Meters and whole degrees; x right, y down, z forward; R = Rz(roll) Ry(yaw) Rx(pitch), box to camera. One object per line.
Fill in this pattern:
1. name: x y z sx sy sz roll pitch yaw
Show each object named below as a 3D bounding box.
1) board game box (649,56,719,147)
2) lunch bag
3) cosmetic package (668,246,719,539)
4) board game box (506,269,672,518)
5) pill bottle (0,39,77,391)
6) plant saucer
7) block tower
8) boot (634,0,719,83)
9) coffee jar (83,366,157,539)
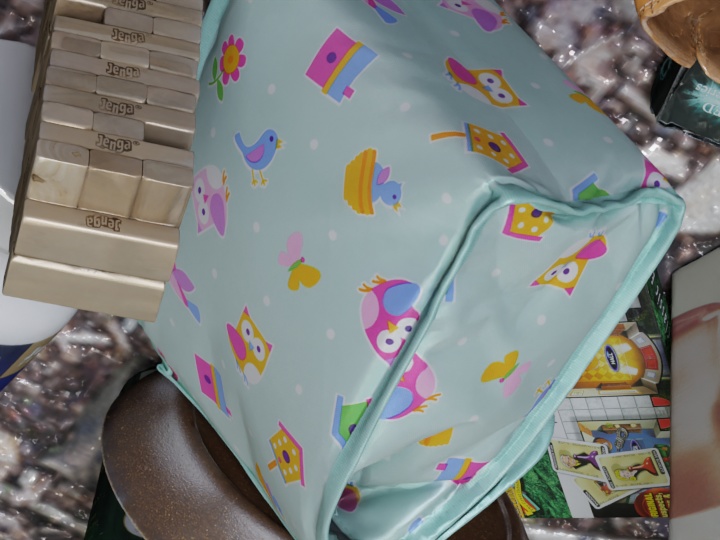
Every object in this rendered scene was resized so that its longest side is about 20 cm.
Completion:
1. board game box: 0.228 -0.078 0.905 0.199 0.028 0.136 20 130 -10
2. lunch bag: 0.000 0.000 0.883 0.122 0.170 0.201 -5 132 -42
3. cosmetic package: 0.180 0.079 0.931 0.087 0.200 0.103 -28 120 28
4. board game box: 0.082 0.031 1.010 0.104 0.024 0.201 -2 131 25
5. pill bottle: -0.181 0.002 0.969 0.116 0.116 0.200 34 127 -20
6. plant saucer: -0.009 0.091 0.973 0.199 0.200 0.032 23 116 -12
7. block tower: -0.087 -0.071 0.842 0.058 0.200 0.054 11 130 -13
8. boot: 0.138 -0.125 0.762 0.199 0.155 0.074 8 150 -35
9. coffee jar: -0.080 0.141 1.016 0.085 0.200 0.105 7 131 2
